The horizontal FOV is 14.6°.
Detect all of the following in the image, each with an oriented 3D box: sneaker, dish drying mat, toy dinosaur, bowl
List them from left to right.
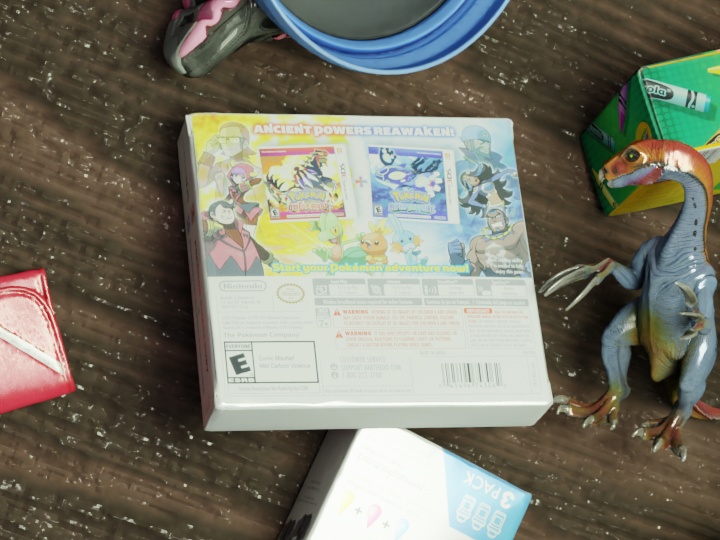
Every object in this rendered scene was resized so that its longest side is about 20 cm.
[{"bbox_3d":[-0.264,0.059,1.575,0.199,0.018,0.077,-15,95,-16],"label":"dish drying mat"},{"bbox_3d":[-0.022,-0.164,1.624,0.200,0.079,0.096,-39,111,-12],"label":"sneaker"},{"bbox_3d":[0.011,-0.213,1.575,0.200,0.039,0.202,-7,103,-31],"label":"bowl"},{"bbox_3d":[0.170,0.008,1.621,0.105,0.200,0.182,22,106,20],"label":"toy dinosaur"}]

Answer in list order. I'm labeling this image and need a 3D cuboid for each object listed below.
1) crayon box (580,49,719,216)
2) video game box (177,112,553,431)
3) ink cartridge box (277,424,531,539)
[{"bbox_3d":[0.244,-0.094,1.665,0.199,0.119,0.059,-13,77,-16],"label":"crayon box"},{"bbox_3d":[0.000,0.000,1.605,0.199,0.047,0.183,1,68,-16],"label":"video game box"},{"bbox_3d":[0.002,0.194,1.624,0.115,0.068,0.201,27,82,-13],"label":"ink cartridge box"}]
